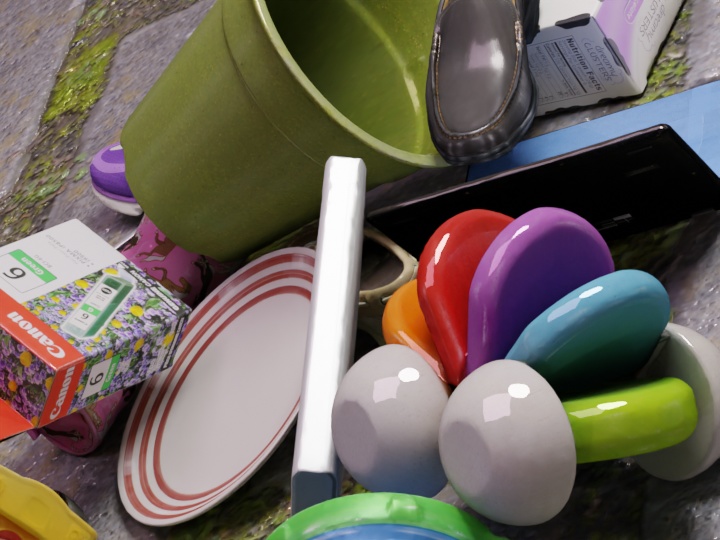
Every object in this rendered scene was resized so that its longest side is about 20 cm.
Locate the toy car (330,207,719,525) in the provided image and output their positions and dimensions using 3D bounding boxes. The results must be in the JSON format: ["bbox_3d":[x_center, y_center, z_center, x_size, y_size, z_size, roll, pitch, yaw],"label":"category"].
[{"bbox_3d":[0.089,0.041,1.417,0.174,0.151,0.199,-11,11,-37],"label":"toy car"}]

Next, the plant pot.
[{"bbox_3d":[-0.053,-0.102,1.758,0.190,0.200,0.201,-39,22,34],"label":"plant pot"}]

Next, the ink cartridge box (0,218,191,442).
[{"bbox_3d":[-0.209,0.039,1.687,0.109,0.051,0.200,37,33,21],"label":"ink cartridge box"}]

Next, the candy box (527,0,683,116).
[{"bbox_3d":[0.120,-0.180,1.847,0.199,0.072,0.168,-11,37,39],"label":"candy box"}]

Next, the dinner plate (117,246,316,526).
[{"bbox_3d":[-0.078,0.075,1.699,0.200,0.024,0.201,-37,34,29],"label":"dinner plate"}]

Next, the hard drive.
[{"bbox_3d":[-0.018,0.056,1.539,0.026,0.132,0.201,4,58,1],"label":"hard drive"}]

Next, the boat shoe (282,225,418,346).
[{"bbox_3d":[-0.002,0.002,1.717,0.073,0.063,0.201,-40,28,-7],"label":"boat shoe"}]

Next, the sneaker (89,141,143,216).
[{"bbox_3d":[-0.122,-0.101,1.986,0.199,0.084,0.081,-15,34,35],"label":"sneaker"}]

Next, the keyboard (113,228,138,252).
[{"bbox_3d":[-0.163,-0.006,1.923,0.200,0.056,0.011,-38,68,-2],"label":"keyboard"}]

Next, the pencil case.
[{"bbox_3d":[-0.156,0.029,1.829,0.082,0.087,0.200,26,59,18],"label":"pencil case"}]

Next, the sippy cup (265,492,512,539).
[{"bbox_3d":[0.011,0.202,1.346,0.178,0.139,0.131,-46,29,36],"label":"sippy cup"}]

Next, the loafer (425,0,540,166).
[{"bbox_3d":[0.070,-0.142,1.689,0.072,0.073,0.201,-10,38,11],"label":"loafer"}]

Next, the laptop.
[{"bbox_3d":[0.120,-0.074,1.629,0.186,0.200,0.117,-17,66,20],"label":"laptop"}]

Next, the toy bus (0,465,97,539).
[{"bbox_3d":[-0.288,0.191,1.697,0.199,0.136,0.193,7,63,49],"label":"toy bus"}]
